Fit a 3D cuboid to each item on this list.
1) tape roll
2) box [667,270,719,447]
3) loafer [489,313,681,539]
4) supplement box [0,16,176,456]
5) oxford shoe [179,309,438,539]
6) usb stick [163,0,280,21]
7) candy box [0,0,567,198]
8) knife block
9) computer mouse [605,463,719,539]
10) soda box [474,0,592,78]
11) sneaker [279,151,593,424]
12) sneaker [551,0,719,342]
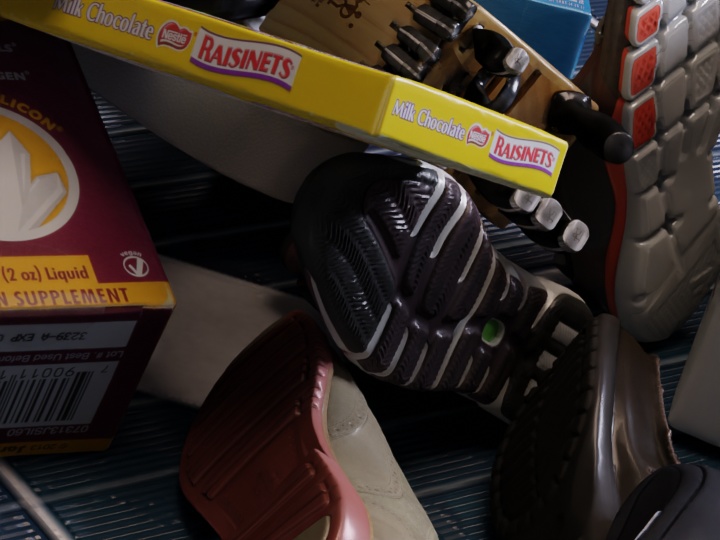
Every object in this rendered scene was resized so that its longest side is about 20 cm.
[{"bbox_3d":[-0.084,-0.102,1.228,0.202,0.037,0.203,35,12,-9],"label":"tape roll"},{"bbox_3d":[0.250,-0.026,1.192,0.171,0.200,0.200,22,30,7],"label":"box"},{"bbox_3d":[0.093,0.098,1.050,0.071,0.073,0.200,26,37,-17],"label":"loafer"},{"bbox_3d":[-0.157,-0.034,1.064,0.110,0.086,0.200,-1,49,-30],"label":"supplement box"},{"bbox_3d":[-0.014,0.083,1.032,0.075,0.070,0.200,41,17,-23],"label":"oxford shoe"},{"bbox_3d":[-0.055,-0.123,1.204,0.055,0.033,0.200,29,9,4],"label":"usb stick"},{"bbox_3d":[-0.033,-0.069,1.020,0.200,0.027,0.102,21,1,40],"label":"candy box"},{"bbox_3d":[0.053,-0.059,1.163,0.175,0.064,0.200,42,4,24],"label":"knife block"},{"bbox_3d":[0.122,0.145,0.934,0.140,0.046,0.200,45,41,-1],"label":"computer mouse"},{"bbox_3d":[0.004,-0.128,1.364,0.199,0.068,0.064,13,31,-7],"label":"soda box"},{"bbox_3d":[0.000,0.000,1.108,0.115,0.076,0.200,24,-9,35],"label":"sneaker"},{"bbox_3d":[0.103,-0.066,1.198,0.077,0.201,0.082,-25,39,-38],"label":"sneaker"}]
